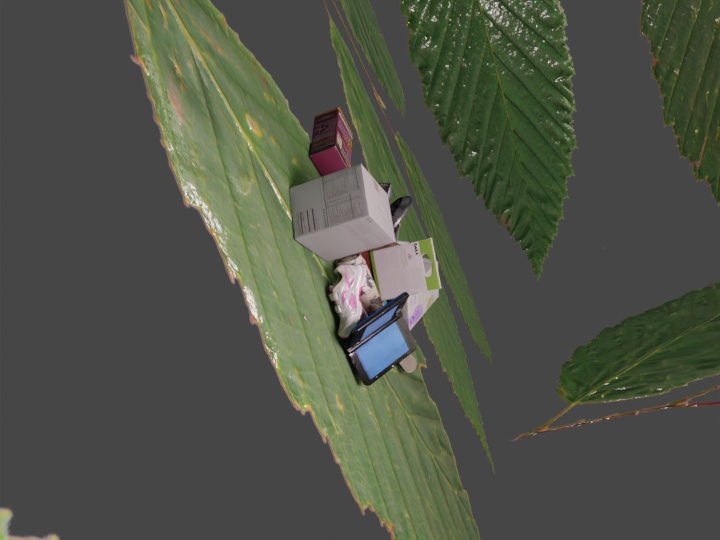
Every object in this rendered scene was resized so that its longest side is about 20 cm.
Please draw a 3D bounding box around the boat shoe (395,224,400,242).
[{"bbox_3d":[0.087,-0.081,1.822,0.075,0.068,0.201,-23,124,-51],"label":"boat shoe"}]

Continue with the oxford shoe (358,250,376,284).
[{"bbox_3d":[0.000,0.000,1.603,0.070,0.075,0.201,-26,102,-60],"label":"oxford shoe"}]

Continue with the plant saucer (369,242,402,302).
[{"bbox_3d":[0.090,0.007,1.758,0.199,0.034,0.201,3,83,-27],"label":"plant saucer"}]

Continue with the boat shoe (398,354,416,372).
[{"bbox_3d":[0.116,0.251,1.799,0.063,0.073,0.200,19,-37,59],"label":"boat shoe"}]

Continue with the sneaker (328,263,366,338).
[{"bbox_3d":[-0.044,0.074,1.425,0.081,0.088,0.201,149,-50,-68],"label":"sneaker"}]

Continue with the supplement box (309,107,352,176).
[{"bbox_3d":[-0.084,-0.374,1.627,0.110,0.085,0.201,57,25,-43],"label":"supplement box"}]

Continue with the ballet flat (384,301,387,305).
[{"bbox_3d":[0.051,0.084,1.678,0.072,0.072,0.201,-31,116,-71],"label":"ballet flat"}]

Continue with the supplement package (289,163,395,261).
[{"bbox_3d":[-0.043,-0.140,1.386,0.191,0.199,0.148,37,41,-62],"label":"supplement package"}]

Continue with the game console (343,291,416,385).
[{"bbox_3d":[0.068,0.179,1.433,0.118,0.200,0.171,48,-29,16],"label":"game console"}]

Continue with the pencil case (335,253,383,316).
[{"bbox_3d":[-0.001,0.046,1.540,0.078,0.089,0.201,-34,106,-37],"label":"pencil case"}]

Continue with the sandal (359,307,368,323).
[{"bbox_3d":[0.020,0.171,1.520,0.207,0.079,0.059,69,20,-11],"label":"sandal"}]

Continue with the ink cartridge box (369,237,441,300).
[{"bbox_3d":[0.139,-0.002,1.564,0.076,0.199,0.149,-4,83,-60],"label":"ink cartridge box"}]

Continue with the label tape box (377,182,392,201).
[{"bbox_3d":[0.021,-0.238,1.720,0.200,0.143,0.064,-73,164,-59],"label":"label tape box"}]

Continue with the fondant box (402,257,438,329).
[{"bbox_3d":[0.177,0.074,1.730,0.200,0.058,0.145,-42,138,-40],"label":"fondant box"}]

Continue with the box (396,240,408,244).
[{"bbox_3d":[0.127,0.012,1.877,0.060,0.117,0.201,4,67,-30],"label":"box"}]

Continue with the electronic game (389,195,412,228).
[{"bbox_3d":[0.086,-0.146,1.657,0.042,0.200,0.200,40,28,-11],"label":"electronic game"}]
